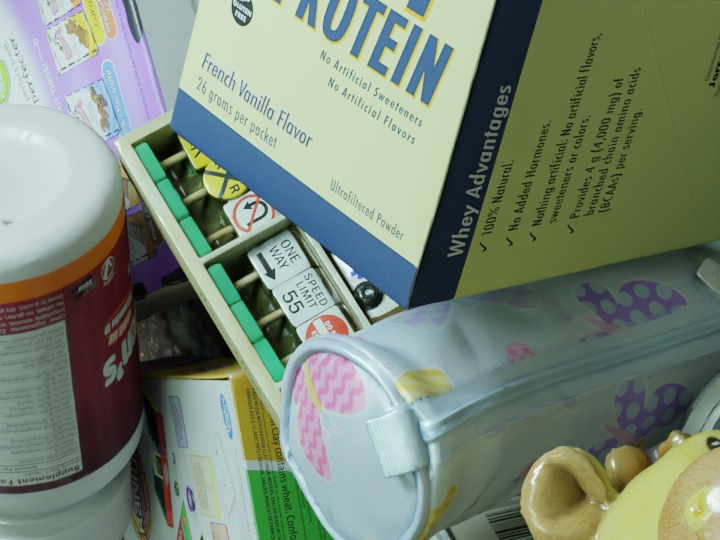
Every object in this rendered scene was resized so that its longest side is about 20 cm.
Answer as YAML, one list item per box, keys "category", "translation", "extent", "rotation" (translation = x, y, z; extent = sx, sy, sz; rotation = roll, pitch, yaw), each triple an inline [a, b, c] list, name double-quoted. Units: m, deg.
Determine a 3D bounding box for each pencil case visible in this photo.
- category: "pencil case"
  translation: [0.068, 0.039, 0.946]
  extent: [0.090, 0.199, 0.084]
  rotation: [10, 112, 53]

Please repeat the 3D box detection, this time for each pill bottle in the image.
- category: "pill bottle"
  translation: [-0.151, 0.036, 1.143]
  extent: [0.109, 0.109, 0.201]
  rotation: [37, 144, 36]

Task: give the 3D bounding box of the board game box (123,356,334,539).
- category: "board game box"
  translation: [-0.060, 0.116, 1.170]
  extent: [0.200, 0.040, 0.154]
  rotation: [178, 82, -68]

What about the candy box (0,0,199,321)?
- category: "candy box"
  translation: [-0.127, -0.060, 1.229]
  extent: [0.199, 0.071, 0.169]
  rotation: [-21, 84, 47]

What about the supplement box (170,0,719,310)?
- category: "supplement box"
  translation: [0.067, -0.117, 0.907]
  extent: [0.134, 0.199, 0.201]
  rotation: [37, 124, 37]

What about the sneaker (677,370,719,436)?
- category: "sneaker"
  translation: [0.171, 0.141, 0.933]
  extent: [0.146, 0.077, 0.204]
  rotation: [33, 130, 49]

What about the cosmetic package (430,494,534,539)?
- category: "cosmetic package"
  translation: [0.053, 0.172, 1.032]
  extent: [0.105, 0.071, 0.201]
  rotation: [-121, 29, -47]

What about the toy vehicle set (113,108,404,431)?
- category: "toy vehicle set"
  translation: [0.000, 0.000, 1.070]
  extent: [0.201, 0.124, 0.027]
  rotation: [57, 171, 22]

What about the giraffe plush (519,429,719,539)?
- category: "giraffe plush"
  translation: [0.135, 0.123, 0.844]
  extent: [0.200, 0.172, 0.163]
  rotation: [-27, 61, 45]

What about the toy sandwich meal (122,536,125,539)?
- category: "toy sandwich meal"
  translation: [-0.177, 0.149, 1.312]
  extent: [0.205, 0.070, 0.207]
  rotation: [27, 124, 48]
